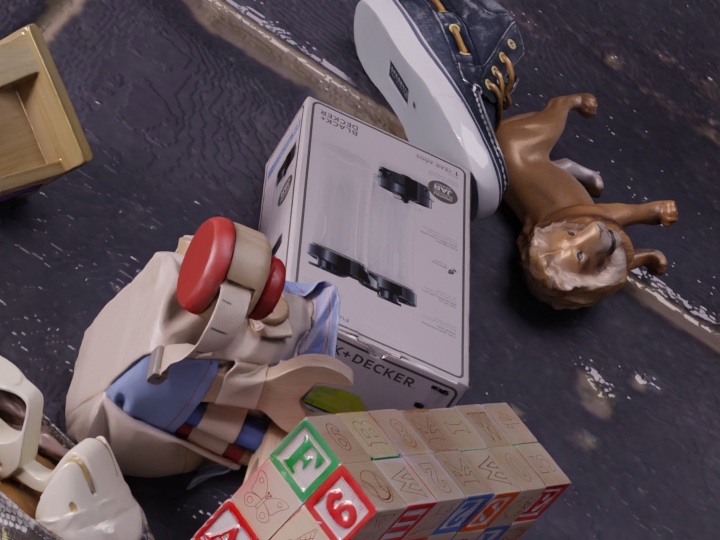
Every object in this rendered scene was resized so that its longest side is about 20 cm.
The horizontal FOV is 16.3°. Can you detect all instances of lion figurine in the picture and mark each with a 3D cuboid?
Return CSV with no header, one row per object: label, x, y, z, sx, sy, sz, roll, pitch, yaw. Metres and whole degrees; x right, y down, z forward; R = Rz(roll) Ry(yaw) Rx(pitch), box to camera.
lion figurine,0.123,-0.045,1.599,0.122,0.073,0.200,-5,36,-28

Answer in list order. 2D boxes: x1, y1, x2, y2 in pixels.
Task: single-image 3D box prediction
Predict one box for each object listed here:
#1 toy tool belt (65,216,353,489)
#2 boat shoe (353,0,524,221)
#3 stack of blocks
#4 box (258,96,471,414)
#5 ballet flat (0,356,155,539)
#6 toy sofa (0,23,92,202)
toy tool belt,-0.056,0.044,1.225,0.123,0.200,0.125,21,58,-20
boat shoe,0.071,-0.114,1.594,0.091,0.071,0.200,-11,47,-18
stack of blocks,0.007,0.127,1.241,0.059,0.115,0.200,51,24,21
box,0.000,0.000,1.437,0.117,0.060,0.200,23,36,-16
ballet flat,-0.156,0.093,1.191,0.200,0.072,0.072,41,35,9
toy sofa,-0.245,-0.058,1.301,0.200,0.098,0.083,-23,88,-51
